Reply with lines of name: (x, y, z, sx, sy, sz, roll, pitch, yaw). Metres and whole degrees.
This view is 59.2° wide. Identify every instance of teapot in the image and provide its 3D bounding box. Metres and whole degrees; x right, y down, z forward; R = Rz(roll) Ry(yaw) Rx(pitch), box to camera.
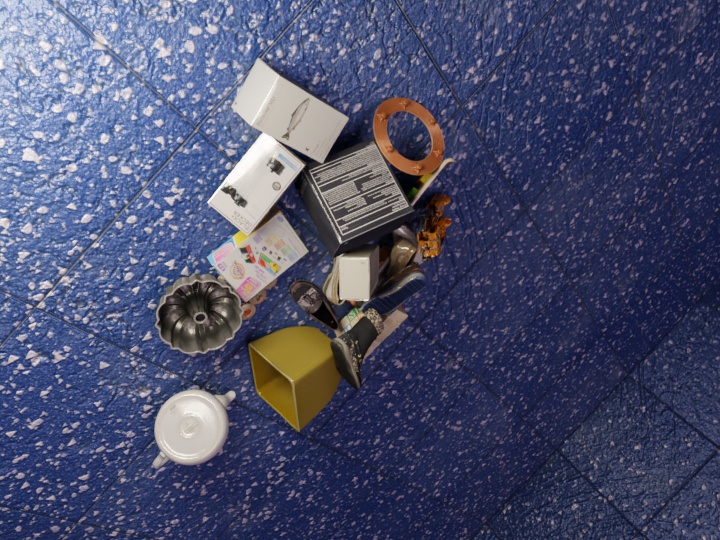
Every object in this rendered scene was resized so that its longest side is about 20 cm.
teapot: (-0.431, 0.408, 1.635, 0.198, 0.199, 0.146, 1, 165, -5)

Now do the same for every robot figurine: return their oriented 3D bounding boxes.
robot figurine: (0.198, -0.115, 1.698, 0.201, 0.058, 0.146, -63, 151, -48)

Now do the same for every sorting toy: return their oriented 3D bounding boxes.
sorting toy: (0.151, -0.213, 1.615, 0.036, 0.185, 0.200, 43, 94, -4)

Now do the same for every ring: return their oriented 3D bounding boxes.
ring: (0.119, -0.320, 1.495, 0.199, 0.202, 0.019, -8, 168, -32)

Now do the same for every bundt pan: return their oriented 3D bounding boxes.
bundt pan: (-0.379, 0.092, 1.476, 0.200, 0.076, 0.203, -11, 123, -18)

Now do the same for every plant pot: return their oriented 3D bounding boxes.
plant pot: (-0.156, 0.265, 1.706, 0.199, 0.195, 0.196, -30, 135, -32)

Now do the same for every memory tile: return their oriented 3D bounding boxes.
memory tile: (-0.279, 0.028, 1.561, 0.153, 0.017, 0.201, 27, 103, -44)

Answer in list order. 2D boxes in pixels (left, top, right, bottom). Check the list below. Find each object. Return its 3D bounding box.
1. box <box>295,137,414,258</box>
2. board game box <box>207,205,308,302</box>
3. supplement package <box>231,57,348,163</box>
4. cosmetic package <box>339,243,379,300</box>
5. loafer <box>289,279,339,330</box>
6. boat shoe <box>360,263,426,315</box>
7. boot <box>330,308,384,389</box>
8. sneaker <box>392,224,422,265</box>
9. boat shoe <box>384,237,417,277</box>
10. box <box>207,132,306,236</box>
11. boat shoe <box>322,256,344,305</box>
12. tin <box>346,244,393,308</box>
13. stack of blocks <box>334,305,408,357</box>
box: (-0.017, -0.165, 1.465, 0.199, 0.200, 0.123, -24, 169, -19)
board game box: (-0.239, -0.039, 1.501, 0.200, 0.040, 0.153, -39, 135, -7)
supplement package: (-0.146, -0.330, 1.325, 0.199, 0.117, 0.117, 20, 109, -43)
cosmetic package: (0.000, 0.000, 1.542, 0.072, 0.200, 0.105, 2, 100, 9)
loafer: (-0.115, 0.095, 1.695, 0.072, 0.063, 0.200, -43, 136, -2)
boat shoe: (0.085, 0.052, 1.682, 0.199, 0.073, 0.072, -30, 131, 18)
boot: (0.005, 0.210, 1.679, 0.154, 0.073, 0.205, -43, 140, -25)
sneaker: (0.128, -0.072, 1.749, 0.080, 0.077, 0.200, -42, 135, 8)
boat shoe: (0.112, 0.001, 1.722, 0.071, 0.064, 0.201, -43, 155, -33)
box: (-0.222, -0.188, 1.369, 0.116, 0.060, 0.200, 40, 99, -9)
boat shoe: (-0.036, -0.002, 1.679, 0.074, 0.068, 0.201, 1, 120, -37)
tin: (0.036, 0.018, 1.721, 0.200, 0.042, 0.112, -49, 162, -21)
stack of blocks: (0.027, 0.146, 1.777, 0.200, 0.115, 0.058, -45, 136, 16)
